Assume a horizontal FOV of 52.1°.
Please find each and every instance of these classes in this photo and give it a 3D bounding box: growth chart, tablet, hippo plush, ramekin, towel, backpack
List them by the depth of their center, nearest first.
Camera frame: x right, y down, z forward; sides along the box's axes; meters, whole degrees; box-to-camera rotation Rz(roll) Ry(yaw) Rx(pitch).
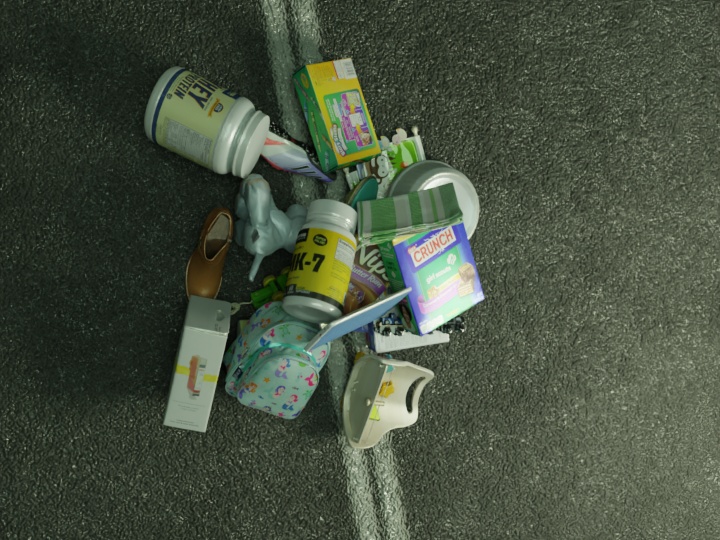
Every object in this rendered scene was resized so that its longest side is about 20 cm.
[{"bbox_3d":[-0.004,0.087,1.345,0.197,0.130,0.014,-23,76,-35],"label":"tablet"},{"bbox_3d":[0.089,-0.110,1.385,0.194,0.154,0.024,-13,122,5],"label":"towel"},{"bbox_3d":[-0.154,0.168,1.402,0.175,0.151,0.202,26,105,-31],"label":"backpack"},{"bbox_3d":[-0.149,-0.095,1.412,0.156,0.200,0.163,1,115,-23],"label":"hippo plush"},{"bbox_3d":[0.156,-0.125,1.522,0.197,0.094,0.209,-3,99,-20],"label":"ramekin"},{"bbox_3d":[0.057,-0.204,1.541,0.197,0.018,0.148,-28,101,-14],"label":"growth chart"}]

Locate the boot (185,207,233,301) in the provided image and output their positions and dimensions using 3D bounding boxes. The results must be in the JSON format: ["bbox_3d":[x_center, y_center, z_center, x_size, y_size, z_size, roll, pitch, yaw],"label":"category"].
[{"bbox_3d":[-0.285,-0.020,1.386,0.072,0.154,0.206,10,91,-15],"label":"boot"}]

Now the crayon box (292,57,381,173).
[{"bbox_3d":[-0.046,-0.307,1.454,0.117,0.058,0.205,-20,93,-37],"label":"crayon box"}]

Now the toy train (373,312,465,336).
[{"bbox_3d":[0.121,0.107,1.491,0.194,0.034,0.047,-1,89,-15],"label":"toy train"}]

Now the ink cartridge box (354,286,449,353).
[{"bbox_3d":[0.078,0.090,1.534,0.194,0.076,0.141,-7,94,-16],"label":"ink cartridge box"}]

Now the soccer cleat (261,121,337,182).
[{"bbox_3d":[-0.137,-0.224,1.470,0.197,0.069,0.074,30,114,-22],"label":"soccer cleat"}]

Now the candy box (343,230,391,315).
[{"bbox_3d":[0.000,0.000,1.444,0.200,0.056,0.117,-46,102,-17],"label":"candy box"}]

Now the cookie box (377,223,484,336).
[{"bbox_3d":[0.136,-0.005,1.433,0.168,0.075,0.205,-27,108,-23],"label":"cookie box"}]

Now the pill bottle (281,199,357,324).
[{"bbox_3d":[-0.069,-0.016,1.338,0.112,0.114,0.205,17,70,-15],"label":"pill bottle"}]

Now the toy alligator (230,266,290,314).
[{"bbox_3d":[-0.176,0.051,1.477,0.196,0.060,0.055,-28,141,-12],"label":"toy alligator"}]

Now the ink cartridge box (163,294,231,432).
[{"bbox_3d":[-0.303,0.169,1.371,0.081,0.146,0.205,13,109,-13],"label":"ink cartridge box"}]

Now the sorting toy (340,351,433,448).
[{"bbox_3d":[0.065,0.258,1.534,0.176,0.107,0.205,10,110,-30],"label":"sorting toy"}]

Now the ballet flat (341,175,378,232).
[{"bbox_3d":[-0.023,-0.100,1.495,0.069,0.071,0.205,15,98,-15],"label":"ballet flat"}]

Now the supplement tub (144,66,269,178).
[{"bbox_3d":[-0.280,-0.268,1.356,0.196,0.145,0.148,25,87,1],"label":"supplement tub"}]

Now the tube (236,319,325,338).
[{"bbox_3d":[-0.151,0.129,1.492,0.194,0.058,0.053,3,57,-19],"label":"tube"}]
